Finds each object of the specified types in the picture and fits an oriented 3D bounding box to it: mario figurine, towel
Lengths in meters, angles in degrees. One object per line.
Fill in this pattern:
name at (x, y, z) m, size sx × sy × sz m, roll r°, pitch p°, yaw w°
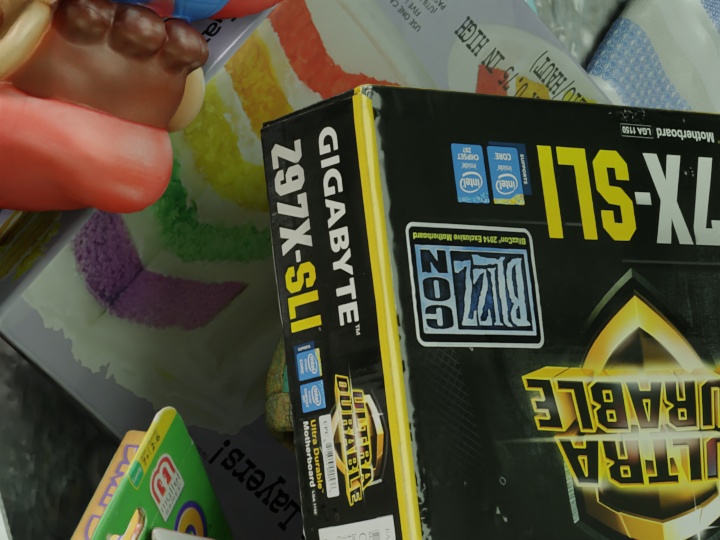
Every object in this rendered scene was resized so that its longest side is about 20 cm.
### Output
mario figurine at (-0.065, -0.106, 0.797) m, size 0.123 × 0.200 × 0.106 m, roll 34°, pitch 17°, yaw -15°
towel at (0.127, -0.019, 1.151) m, size 0.147 × 0.024 × 0.200 m, roll 54°, pitch 45°, yaw -24°

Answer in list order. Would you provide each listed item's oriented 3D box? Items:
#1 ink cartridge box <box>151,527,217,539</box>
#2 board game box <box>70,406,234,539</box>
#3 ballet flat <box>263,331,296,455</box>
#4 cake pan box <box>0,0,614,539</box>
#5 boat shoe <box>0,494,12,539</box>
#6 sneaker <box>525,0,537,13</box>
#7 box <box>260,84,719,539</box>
ink cartridge box at (0.004, 0.174, 0.840) m, size 0.200 × 0.045 × 0.177 m, roll 20°, pitch 48°, yaw -54°
board game box at (-0.052, 0.136, 0.839) m, size 0.201 × 0.030 × 0.096 m, roll 74°, pitch 32°, yaw -44°
ballet flat at (0.040, 0.082, 0.884) m, size 0.200 × 0.070 × 0.071 m, roll 46°, pitch 48°, yaw -29°
cake pan box at (0.000, 0.000, 0.906) m, size 0.184 × 0.052 × 0.200 m, roll -46°, pitch 123°, yaw -5°
boat shoe at (-0.141, 0.025, 0.788) m, size 0.066 × 0.074 × 0.201 m, roll -17°, pitch 90°, yaw -11°
sneaker at (-0.002, -0.080, 0.975) m, size 0.131 × 0.079 × 0.201 m, roll -42°, pitch 110°, yaw -48°
box at (0.065, 0.034, 0.841) m, size 0.199 × 0.049 × 0.161 m, roll 2°, pitch 76°, yaw -43°
